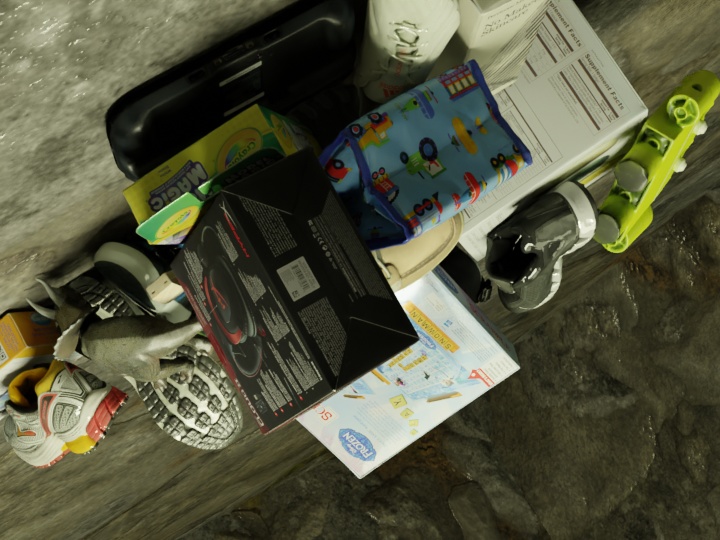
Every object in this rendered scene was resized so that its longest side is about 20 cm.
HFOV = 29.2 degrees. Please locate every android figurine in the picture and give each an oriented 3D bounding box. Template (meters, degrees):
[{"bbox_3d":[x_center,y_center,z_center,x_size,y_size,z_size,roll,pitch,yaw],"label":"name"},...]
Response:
[{"bbox_3d":[0.273,-0.103,1.263,0.200,0.041,0.183,-40,158,-48],"label":"android figurine"}]

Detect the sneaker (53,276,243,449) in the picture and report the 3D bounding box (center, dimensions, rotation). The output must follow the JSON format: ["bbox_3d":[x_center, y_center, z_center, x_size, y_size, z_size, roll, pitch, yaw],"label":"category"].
[{"bbox_3d":[-0.182,0.078,1.235,0.077,0.200,0.089,-46,-175,2],"label":"sneaker"}]

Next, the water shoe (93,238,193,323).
[{"bbox_3d":[-0.176,-0.009,1.200,0.079,0.071,0.200,-56,173,-9],"label":"water shoe"}]

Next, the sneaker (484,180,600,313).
[{"bbox_3d":[0.145,-0.009,1.258,0.090,0.067,0.200,-24,162,-21],"label":"sneaker"}]

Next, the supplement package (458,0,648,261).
[{"bbox_3d":[0.141,-0.133,1.269,0.199,0.151,0.152,-34,168,6],"label":"supplement package"}]

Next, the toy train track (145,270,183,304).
[{"bbox_3d":[-0.113,0.006,1.150,0.114,0.033,0.200,-38,173,22],"label":"toy train track"}]

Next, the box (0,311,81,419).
[{"bbox_3d":[-0.340,0.104,1.246,0.199,0.042,0.119,-35,169,19],"label":"box"}]

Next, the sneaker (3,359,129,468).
[{"bbox_3d":[-0.275,0.117,1.221,0.199,0.082,0.078,-26,-151,55],"label":"sneaker"}]

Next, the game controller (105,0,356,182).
[{"bbox_3d":[-0.088,-0.130,0.984,0.199,0.042,0.105,-31,154,-13],"label":"game controller"}]

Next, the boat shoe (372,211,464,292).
[{"bbox_3d":[0.000,0.000,1.179,0.198,0.073,0.065,-27,-169,9],"label":"boat shoe"}]

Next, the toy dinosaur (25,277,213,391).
[{"bbox_3d":[-0.180,0.061,1.106,0.102,0.078,0.199,8,-178,-43],"label":"toy dinosaur"}]

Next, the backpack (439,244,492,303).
[{"bbox_3d":[0.015,0.014,1.407,0.149,0.200,0.179,-24,142,-25],"label":"backpack"}]

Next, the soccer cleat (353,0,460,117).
[{"bbox_3d":[0.030,-0.164,1.014,0.200,0.069,0.078,101,13,-77],"label":"soccer cleat"}]

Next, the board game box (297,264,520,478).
[{"bbox_3d":[0.013,0.075,1.291,0.199,0.200,0.041,-36,-151,15],"label":"board game box"}]

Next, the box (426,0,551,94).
[{"bbox_3d":[0.093,-0.198,1.084,0.082,0.069,0.200,-30,169,-11],"label":"box"}]

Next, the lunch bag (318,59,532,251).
[{"bbox_3d":[0.007,-0.058,1.058,0.150,0.095,0.200,-32,-179,-38],"label":"lunch bag"}]

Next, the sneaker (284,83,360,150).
[{"bbox_3d":[-0.048,-0.098,1.162,0.198,0.075,0.082,-27,-177,8],"label":"sneaker"}]

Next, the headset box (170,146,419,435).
[{"bbox_3d":[-0.056,0.023,0.967,0.075,0.150,0.200,-28,174,-24],"label":"headset box"}]

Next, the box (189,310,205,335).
[{"bbox_3d":[-0.092,-0.009,1.296,0.199,0.035,0.110,-37,-151,16],"label":"box"}]

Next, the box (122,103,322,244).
[{"bbox_3d":[-0.094,-0.065,0.997,0.117,0.049,0.200,-31,178,8],"label":"box"}]
